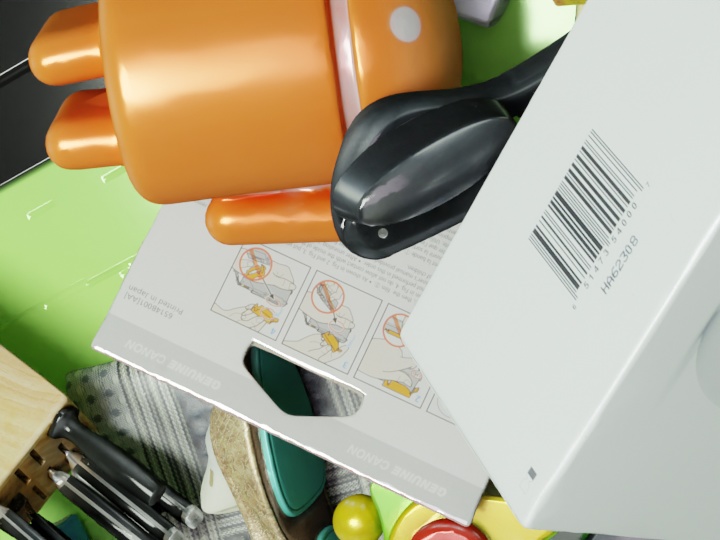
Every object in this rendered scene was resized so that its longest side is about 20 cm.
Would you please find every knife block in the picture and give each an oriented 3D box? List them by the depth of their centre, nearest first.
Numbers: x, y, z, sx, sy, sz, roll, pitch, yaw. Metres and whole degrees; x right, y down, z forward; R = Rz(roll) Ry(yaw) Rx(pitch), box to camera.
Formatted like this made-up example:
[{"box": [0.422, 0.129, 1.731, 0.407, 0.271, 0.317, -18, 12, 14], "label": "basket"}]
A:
[{"box": [-0.172, 0.071, 0.962, 0.174, 0.064, 0.201, -9, 68, 3], "label": "knife block"}]

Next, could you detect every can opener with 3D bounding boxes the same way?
[{"box": [0.074, -0.063, 0.798, 0.199, 0.079, 0.064, -27, 122, -14], "label": "can opener"}]

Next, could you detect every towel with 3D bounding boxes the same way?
[{"box": [-0.035, 0.122, 0.989, 0.191, 0.035, 0.201, -16, 94, 13], "label": "towel"}]

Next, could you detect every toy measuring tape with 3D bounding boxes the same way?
[{"box": [0.083, 0.136, 0.903, 0.198, 0.074, 0.074, 6, 102, 12], "label": "toy measuring tape"}]

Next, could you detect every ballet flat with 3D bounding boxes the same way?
[{"box": [-0.042, 0.123, 0.941, 0.065, 0.070, 0.201, -19, 91, 24], "label": "ballet flat"}]

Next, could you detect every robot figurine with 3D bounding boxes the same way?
[{"box": [-0.042, -0.094, 0.855, 0.198, 0.117, 0.145, -7, 71, 3], "label": "robot figurine"}]

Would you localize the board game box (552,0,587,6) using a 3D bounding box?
[{"box": [0.178, -0.169, 0.828, 0.198, 0.030, 0.096, -3, 84, 15], "label": "board game box"}]

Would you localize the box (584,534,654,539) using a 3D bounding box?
[{"box": [0.201, 0.128, 0.921, 0.160, 0.044, 0.201, 31, 106, 7], "label": "box"}]

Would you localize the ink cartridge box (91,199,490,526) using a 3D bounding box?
[{"box": [0.000, 0.000, 0.916, 0.199, 0.045, 0.177, 25, 83, 9], "label": "ink cartridge box"}]

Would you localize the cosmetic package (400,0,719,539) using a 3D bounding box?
[{"box": [0.157, -0.004, 0.757, 0.199, 0.123, 0.200, 12, 119, -34], "label": "cosmetic package"}]

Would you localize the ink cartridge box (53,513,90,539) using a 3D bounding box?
[{"box": [-0.159, 0.246, 1.018, 0.115, 0.068, 0.201, -27, 93, 17], "label": "ink cartridge box"}]

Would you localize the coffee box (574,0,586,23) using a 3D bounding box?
[{"box": [0.195, -0.143, 0.858, 0.198, 0.044, 0.124, 5, 86, 13], "label": "coffee box"}]

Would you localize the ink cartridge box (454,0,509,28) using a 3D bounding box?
[{"box": [0.022, -0.233, 0.897, 0.159, 0.047, 0.201, 21, 106, 9], "label": "ink cartridge box"}]
